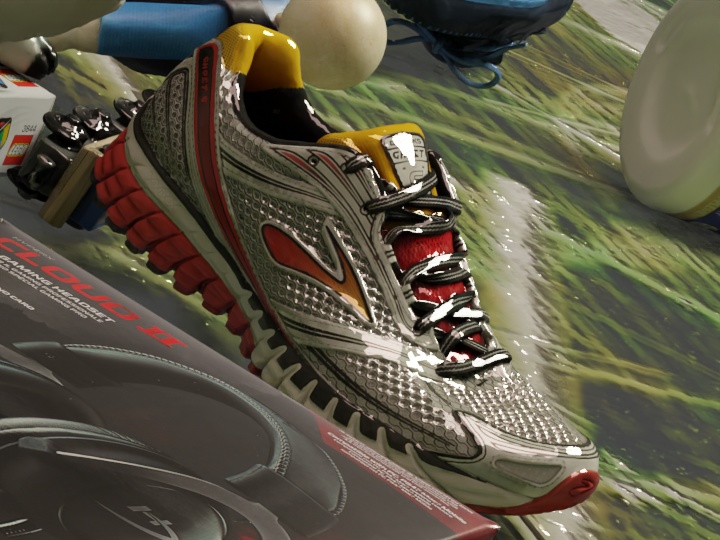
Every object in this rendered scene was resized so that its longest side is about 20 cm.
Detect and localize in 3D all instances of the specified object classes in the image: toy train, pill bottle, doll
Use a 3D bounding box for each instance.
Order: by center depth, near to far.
[{"bbox_3d":[-0.072,-0.039,1.046,0.046,0.034,0.200,39,16,8],"label":"toy train"},{"bbox_3d":[-0.074,-0.097,1.107,0.200,0.048,0.136,15,13,37],"label":"doll"},{"bbox_3d":[0.239,-0.057,1.438,0.200,0.120,0.120,18,16,-22],"label":"pill bottle"}]

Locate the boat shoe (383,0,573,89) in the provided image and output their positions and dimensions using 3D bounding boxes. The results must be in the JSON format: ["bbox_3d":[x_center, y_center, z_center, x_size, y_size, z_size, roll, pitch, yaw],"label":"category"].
[{"bbox_3d":[0.063,-0.130,1.515,0.084,0.069,0.200,40,20,20],"label":"boat shoe"}]

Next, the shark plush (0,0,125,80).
[{"bbox_3d":[-0.159,-0.131,0.977,0.200,0.083,0.091,32,16,23],"label":"shark plush"}]

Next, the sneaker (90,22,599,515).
[{"bbox_3d":[0.000,0.000,0.902,0.200,0.082,0.078,44,21,23],"label":"sneaker"}]

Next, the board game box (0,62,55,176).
[{"bbox_3d":[-0.203,-0.071,0.933,0.126,0.035,0.200,31,16,22],"label":"board game box"}]

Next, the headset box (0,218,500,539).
[{"bbox_3d":[-0.076,0.058,0.615,0.149,0.077,0.200,31,17,22],"label":"headset box"}]
